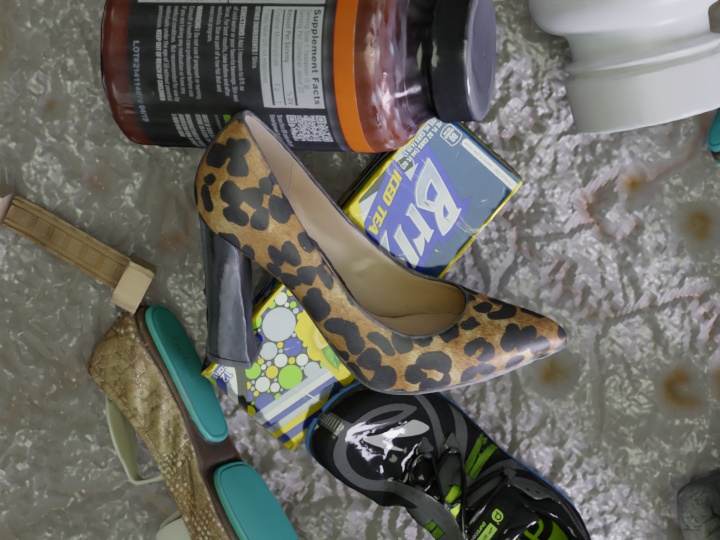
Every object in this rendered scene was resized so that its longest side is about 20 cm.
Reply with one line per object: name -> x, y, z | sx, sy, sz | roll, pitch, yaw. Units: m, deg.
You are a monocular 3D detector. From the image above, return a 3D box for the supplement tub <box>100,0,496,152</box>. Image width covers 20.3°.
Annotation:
supplement tub -> -0.030, -0.117, 1.071 | 0.198, 0.107, 0.108 | 3, 98, 15

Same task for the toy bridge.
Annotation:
toy bridge -> -0.207, -0.034, 1.117 | 0.198, 0.067, 0.027 | 25, 96, -4

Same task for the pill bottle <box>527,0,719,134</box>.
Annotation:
pill bottle -> 0.141, -0.182, 1.092 | 0.113, 0.114, 0.202 | -12, 98, -1

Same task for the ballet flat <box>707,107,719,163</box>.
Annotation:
ballet flat -> 0.273, -0.135, 1.132 | 0.070, 0.067, 0.201 | 27, 98, -20

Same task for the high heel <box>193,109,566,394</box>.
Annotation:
high heel -> 0.011, -0.012, 1.049 | 0.198, 0.072, 0.144 | 3, 118, 4

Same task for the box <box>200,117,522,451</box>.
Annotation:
box -> 0.000, 0.000, 1.135 | 0.070, 0.064, 0.200 | 40, 95, -8

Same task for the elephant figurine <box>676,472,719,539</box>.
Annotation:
elephant figurine -> 0.257, 0.168, 1.102 | 0.140, 0.200, 0.157 | -8, 98, -2

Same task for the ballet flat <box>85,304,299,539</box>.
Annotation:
ballet flat -> -0.094, 0.116, 1.131 | 0.065, 0.070, 0.201 | -34, 73, 20

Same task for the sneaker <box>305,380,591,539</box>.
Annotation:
sneaker -> 0.059, 0.123, 1.127 | 0.199, 0.083, 0.071 | 33, 95, -22
